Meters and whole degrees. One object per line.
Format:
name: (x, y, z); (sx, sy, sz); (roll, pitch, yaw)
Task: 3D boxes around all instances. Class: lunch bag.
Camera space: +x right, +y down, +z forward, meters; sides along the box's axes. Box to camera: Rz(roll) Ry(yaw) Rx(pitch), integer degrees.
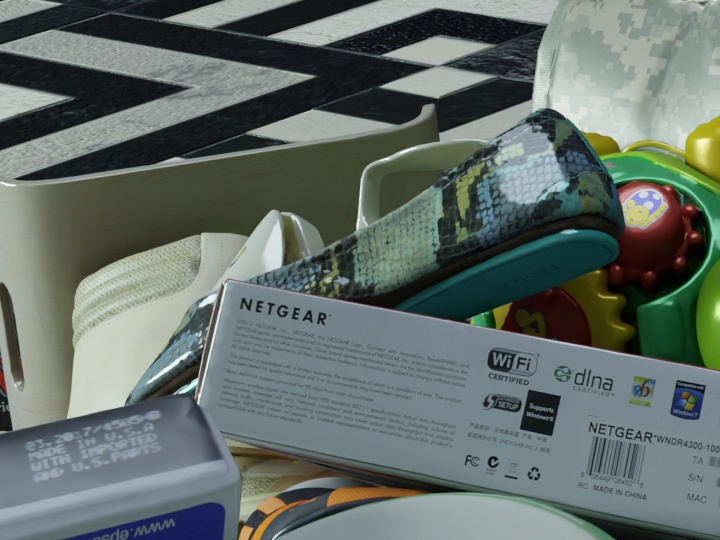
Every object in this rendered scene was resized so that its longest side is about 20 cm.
lunch bag: (0.158, -0.020, 1.157); (0.117, 0.200, 0.164); (-17, 18, -42)

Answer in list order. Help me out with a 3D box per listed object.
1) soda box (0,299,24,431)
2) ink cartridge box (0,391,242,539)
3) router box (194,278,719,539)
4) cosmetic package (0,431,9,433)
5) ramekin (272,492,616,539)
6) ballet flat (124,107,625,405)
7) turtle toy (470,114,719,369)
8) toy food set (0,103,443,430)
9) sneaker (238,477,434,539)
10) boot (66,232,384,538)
soda box: (-0.109, 0.034, 1.294); (0.200, 0.071, 0.063); (-8, 17, -6)
ink cartridge box: (-0.136, 0.133, 0.811); (0.197, 0.200, 0.047); (-13, 49, -20)
router box: (0.073, 0.056, 0.923); (0.200, 0.049, 0.179); (10, -6, 22)
cosmetic package: (-0.159, 0.103, 0.991); (0.200, 0.073, 0.104); (-1, 17, 22)
ramekin: (0.015, 0.152, 0.741); (0.200, 0.098, 0.200); (-18, 39, 15)
ballet flat: (0.000, 0.000, 1.036); (0.200, 0.074, 0.074); (-23, 14, 17)
turtle toy: (0.113, 0.018, 1.059); (0.200, 0.146, 0.101); (-5, 4, 43)
toy food set: (-0.055, 0.012, 1.233); (0.200, 0.144, 0.060); (-10, 19, -10)
sneaker: (0.057, 0.117, 0.902); (0.200, 0.078, 0.112); (13, -4, -2)
boot: (-0.027, 0.056, 1.118); (0.200, 0.073, 0.156); (-6, 48, 15)
